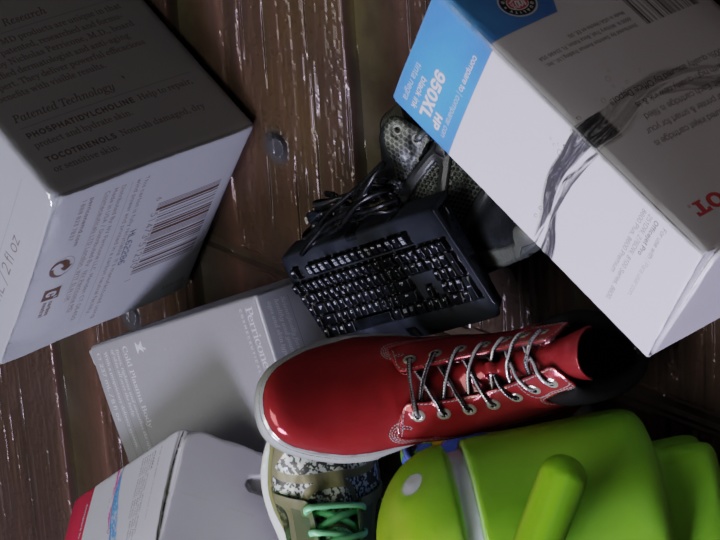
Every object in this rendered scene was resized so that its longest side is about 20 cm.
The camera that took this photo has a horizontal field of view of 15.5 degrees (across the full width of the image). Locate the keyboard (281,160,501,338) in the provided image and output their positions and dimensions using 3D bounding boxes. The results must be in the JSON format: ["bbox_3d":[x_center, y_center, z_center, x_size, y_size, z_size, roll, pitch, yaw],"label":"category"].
[{"bbox_3d":[0.000,0.000,1.522,0.104,0.040,0.200,61,151,-6],"label":"keyboard"}]

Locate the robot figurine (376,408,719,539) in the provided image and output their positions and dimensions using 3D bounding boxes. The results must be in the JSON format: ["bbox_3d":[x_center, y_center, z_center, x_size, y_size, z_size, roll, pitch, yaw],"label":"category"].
[{"bbox_3d":[0.099,0.143,1.448,0.175,0.199,0.116,-138,37,-86],"label":"robot figurine"}]

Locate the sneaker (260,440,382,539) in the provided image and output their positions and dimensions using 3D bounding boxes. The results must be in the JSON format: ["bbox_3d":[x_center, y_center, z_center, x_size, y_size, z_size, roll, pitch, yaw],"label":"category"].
[{"bbox_3d":[-0.011,0.172,1.567,0.089,0.077,0.201,-164,69,-72],"label":"sneaker"}]

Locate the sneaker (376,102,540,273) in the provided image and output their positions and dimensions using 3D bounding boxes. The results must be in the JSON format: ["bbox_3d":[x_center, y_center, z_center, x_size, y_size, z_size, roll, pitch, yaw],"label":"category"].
[{"bbox_3d":[0.073,-0.062,1.468,0.199,0.076,0.115,-22,99,57],"label":"sneaker"}]

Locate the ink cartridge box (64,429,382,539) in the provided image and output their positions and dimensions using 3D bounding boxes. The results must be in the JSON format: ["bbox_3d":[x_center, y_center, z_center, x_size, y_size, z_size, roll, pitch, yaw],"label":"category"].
[{"bbox_3d":[-0.095,0.181,1.699,0.200,0.147,0.086,-34,40,61],"label":"ink cartridge box"}]

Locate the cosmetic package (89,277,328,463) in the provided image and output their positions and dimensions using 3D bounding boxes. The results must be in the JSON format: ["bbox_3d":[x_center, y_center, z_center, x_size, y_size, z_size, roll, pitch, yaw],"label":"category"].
[{"bbox_3d":[-0.076,0.069,1.699,0.200,0.090,0.107,-20,90,54],"label":"cosmetic package"}]

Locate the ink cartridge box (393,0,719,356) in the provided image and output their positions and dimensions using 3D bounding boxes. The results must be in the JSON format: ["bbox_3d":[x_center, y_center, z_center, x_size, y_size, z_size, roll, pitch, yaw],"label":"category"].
[{"bbox_3d":[0.139,-0.071,1.334,0.200,0.144,0.084,47,139,22],"label":"ink cartridge box"}]

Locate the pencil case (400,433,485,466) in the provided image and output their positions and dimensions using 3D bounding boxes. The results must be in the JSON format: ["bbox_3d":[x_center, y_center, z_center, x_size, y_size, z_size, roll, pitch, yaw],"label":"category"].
[{"bbox_3d":[0.050,0.176,1.616,0.087,0.078,0.201,22,125,21],"label":"pencil case"}]

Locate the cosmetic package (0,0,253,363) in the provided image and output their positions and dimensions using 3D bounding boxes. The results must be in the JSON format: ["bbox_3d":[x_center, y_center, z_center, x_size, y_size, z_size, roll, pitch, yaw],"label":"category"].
[{"bbox_3d":[-0.209,-0.083,1.707,0.200,0.166,0.168,48,138,22],"label":"cosmetic package"}]

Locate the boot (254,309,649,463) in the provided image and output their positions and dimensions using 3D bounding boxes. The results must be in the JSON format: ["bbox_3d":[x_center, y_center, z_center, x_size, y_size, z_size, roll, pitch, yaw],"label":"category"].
[{"bbox_3d":[0.050,0.057,1.443,0.144,0.199,0.073,151,112,-67],"label":"boot"}]
